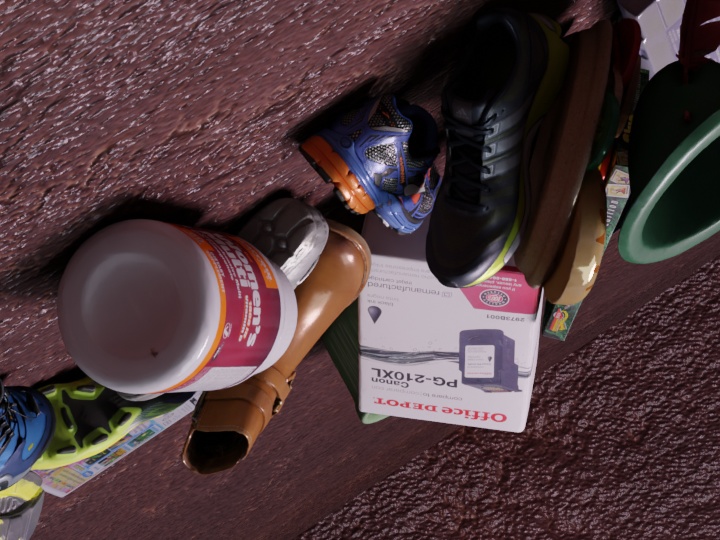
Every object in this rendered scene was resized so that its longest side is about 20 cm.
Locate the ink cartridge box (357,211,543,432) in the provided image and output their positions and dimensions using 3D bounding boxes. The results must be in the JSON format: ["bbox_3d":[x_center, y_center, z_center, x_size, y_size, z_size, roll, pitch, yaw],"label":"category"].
[{"bbox_3d":[0.073,0.033,1.604,0.201,0.144,0.085,90,10,-48],"label":"ink cartridge box"}]

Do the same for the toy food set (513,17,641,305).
[{"bbox_3d":[0.153,-0.081,1.384,0.200,0.048,0.199,-82,-173,-81],"label":"toy food set"}]

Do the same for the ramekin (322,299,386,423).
[{"bbox_3d":[0.058,0.057,1.976,0.199,0.098,0.200,-33,169,-7],"label":"ramekin"}]

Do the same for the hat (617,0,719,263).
[{"bbox_3d":[0.201,-0.128,1.358,0.199,0.176,0.166,-21,151,-35],"label":"hat"}]

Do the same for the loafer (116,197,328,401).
[{"bbox_3d":[-0.101,0.026,1.456,0.200,0.070,0.070,-39,162,12],"label":"loafer"}]

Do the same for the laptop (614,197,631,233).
[{"bbox_3d":[0.282,-0.128,1.802,0.187,0.116,0.200,-39,168,25],"label":"laptop"}]

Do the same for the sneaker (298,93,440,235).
[{"bbox_3d":[0.027,-0.078,1.395,0.078,0.075,0.200,-40,170,11],"label":"sneaker"}]

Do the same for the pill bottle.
[{"bbox_3d":[-0.114,0.026,1.317,0.109,0.110,0.200,-36,169,12],"label":"pill bottle"}]

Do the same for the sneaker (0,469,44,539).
[{"bbox_3d":[-0.311,0.161,1.409,0.084,0.075,0.200,5,167,28],"label":"sneaker"}]

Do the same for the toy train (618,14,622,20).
[{"bbox_3d":[0.194,-0.163,1.603,0.200,0.042,0.056,-42,177,34],"label":"toy train"}]

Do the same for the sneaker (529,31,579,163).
[{"bbox_3d":[0.114,-0.100,1.549,0.114,0.076,0.200,-26,163,-28],"label":"sneaker"}]

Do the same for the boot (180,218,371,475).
[{"bbox_3d":[-0.071,0.060,1.507,0.200,0.077,0.156,-42,-164,48],"label":"boot"}]

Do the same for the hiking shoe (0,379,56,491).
[{"bbox_3d":[-0.256,0.104,1.327,0.087,0.075,0.200,-38,168,23],"label":"hiking shoe"}]

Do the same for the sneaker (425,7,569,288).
[{"bbox_3d":[0.079,-0.088,1.347,0.081,0.074,0.201,19,83,-57],"label":"sneaker"}]

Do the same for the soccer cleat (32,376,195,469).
[{"bbox_3d":[-0.202,0.110,1.535,0.200,0.065,0.084,-27,169,-36],"label":"soccer cleat"}]

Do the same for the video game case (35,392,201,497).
[{"bbox_3d":[-0.208,0.131,1.717,0.181,0.024,0.200,-33,170,-4],"label":"video game case"}]

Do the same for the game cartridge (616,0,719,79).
[{"bbox_3d":[0.267,-0.189,1.528,0.129,0.038,0.200,-37,148,0],"label":"game cartridge"}]

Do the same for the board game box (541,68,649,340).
[{"bbox_3d":[0.176,-0.048,1.492,0.201,0.023,0.105,107,-7,-49],"label":"board game box"}]
